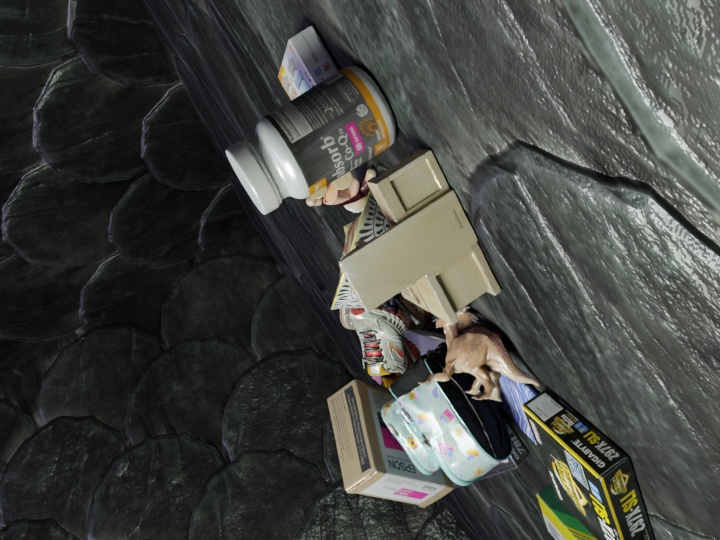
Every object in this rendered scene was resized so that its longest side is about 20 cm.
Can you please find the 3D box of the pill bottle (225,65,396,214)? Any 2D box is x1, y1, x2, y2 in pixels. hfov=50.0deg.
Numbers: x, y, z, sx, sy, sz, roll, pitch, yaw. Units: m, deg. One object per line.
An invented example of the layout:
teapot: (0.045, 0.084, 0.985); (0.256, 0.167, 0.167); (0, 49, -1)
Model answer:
pill bottle: (-0.063, -0.163, 0.979); (0.117, 0.199, 0.116); (55, 171, 13)

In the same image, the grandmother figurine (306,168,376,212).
grandmother figurine: (-0.027, -0.123, 1.202); (0.200, 0.120, 0.061); (9, -108, -73)

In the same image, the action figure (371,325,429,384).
action figure: (0.101, 0.167, 1.490); (0.148, 0.135, 0.200); (28, 149, -11)

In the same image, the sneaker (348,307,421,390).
sneaker: (0.037, 0.124, 1.238); (0.077, 0.083, 0.201); (5, 145, 36)

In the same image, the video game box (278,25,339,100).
video game box: (-0.053, -0.244, 1.145); (0.184, 0.047, 0.200); (61, 170, -4)

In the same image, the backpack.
backpack: (0.140, 0.236, 1.213); (0.200, 0.153, 0.176); (48, -163, 12)

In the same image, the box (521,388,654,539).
box: (0.294, 0.270, 0.993); (0.160, 0.049, 0.201); (41, 160, 56)

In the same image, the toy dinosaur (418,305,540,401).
toy dinosaur: (0.162, 0.108, 1.090); (0.085, 0.137, 0.199); (14, 176, -38)

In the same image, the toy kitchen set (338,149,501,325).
toy kitchen set: (0.040, -0.028, 0.995); (0.201, 0.162, 0.180); (61, 170, -17)

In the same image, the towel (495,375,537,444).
towel: (0.235, 0.200, 1.148); (0.200, 0.024, 0.146); (45, 163, 55)

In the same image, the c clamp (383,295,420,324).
c clamp: (0.039, 0.091, 1.355); (0.171, 0.027, 0.201); (55, 154, 33)

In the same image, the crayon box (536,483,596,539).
crayon box: (0.355, 0.426, 1.165); (0.200, 0.051, 0.128); (49, 167, 47)

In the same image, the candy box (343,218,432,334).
candy box: (0.049, 0.005, 1.378); (0.200, 0.055, 0.116); (52, 167, 34)

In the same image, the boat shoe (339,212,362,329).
boat shoe: (0.000, 0.000, 1.302); (0.075, 0.202, 0.072); (16, 172, -26)

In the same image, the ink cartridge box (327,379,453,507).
ink cartridge box: (0.050, 0.286, 1.269); (0.199, 0.075, 0.166); (25, -143, -42)

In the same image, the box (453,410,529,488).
box: (0.172, 0.278, 1.374); (0.201, 0.049, 0.198); (57, 141, 3)

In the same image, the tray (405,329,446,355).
tray: (0.145, 0.165, 1.396); (0.106, 0.022, 0.201); (11, 147, 24)

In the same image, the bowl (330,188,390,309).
bowl: (0.029, -0.023, 1.163); (0.093, 0.203, 0.201); (18, 170, -2)
